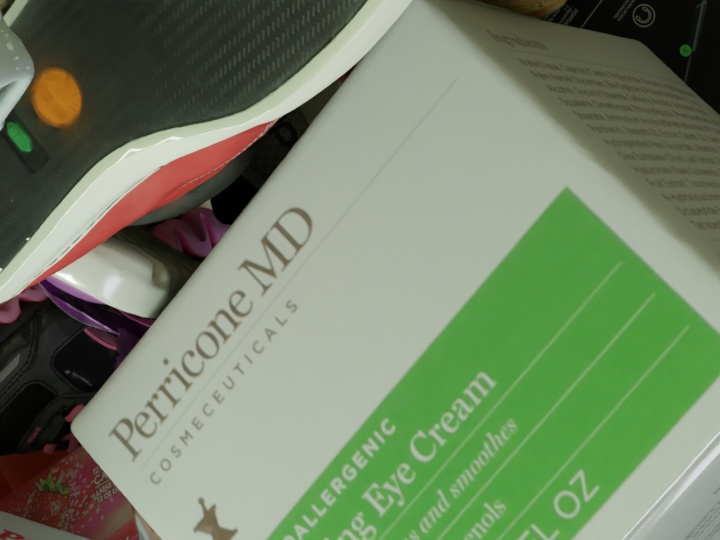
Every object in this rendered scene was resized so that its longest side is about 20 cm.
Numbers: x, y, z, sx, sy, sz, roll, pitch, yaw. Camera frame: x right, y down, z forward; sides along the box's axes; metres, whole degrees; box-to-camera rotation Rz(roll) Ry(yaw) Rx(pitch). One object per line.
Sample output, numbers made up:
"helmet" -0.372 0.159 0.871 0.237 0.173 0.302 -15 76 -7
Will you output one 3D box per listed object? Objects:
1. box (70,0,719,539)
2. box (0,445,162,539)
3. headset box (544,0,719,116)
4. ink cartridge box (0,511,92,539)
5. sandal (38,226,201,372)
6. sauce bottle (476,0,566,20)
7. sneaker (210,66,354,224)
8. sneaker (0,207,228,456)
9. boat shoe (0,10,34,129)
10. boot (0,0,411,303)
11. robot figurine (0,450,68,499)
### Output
"box" 0.057 0.037 0.749 0.199 0.171 0.200 -51 159 18
"box" -0.120 0.152 0.868 0.200 0.096 0.100 -34 146 29
"headset box" 0.146 -0.074 0.872 0.174 0.200 0.093 -54 168 22
"ink cartridge box" -0.188 0.166 0.720 0.200 0.145 0.145 -23 124 -64
"sandal" -0.083 0.011 0.784 0.050 0.082 0.203 -59 160 1
"sauce bottle" 0.048 -0.128 0.688 0.066 0.066 0.200 -40 172 -4
"sneaker" 0.000 0.000 0.907 0.087 0.074 0.200 -28 130 8
"sneaker" -0.095 0.044 0.873 0.200 0.095 0.079 -29 169 -50
"boat shoe" -0.131 -0.003 0.486 0.070 0.072 0.201 -33 169 -45
"boot" -0.035 -0.068 0.619 0.200 0.072 0.144 -35 177 29
"robot figurine" -0.087 0.076 1.004 0.200 0.117 0.144 -40 172 -1
